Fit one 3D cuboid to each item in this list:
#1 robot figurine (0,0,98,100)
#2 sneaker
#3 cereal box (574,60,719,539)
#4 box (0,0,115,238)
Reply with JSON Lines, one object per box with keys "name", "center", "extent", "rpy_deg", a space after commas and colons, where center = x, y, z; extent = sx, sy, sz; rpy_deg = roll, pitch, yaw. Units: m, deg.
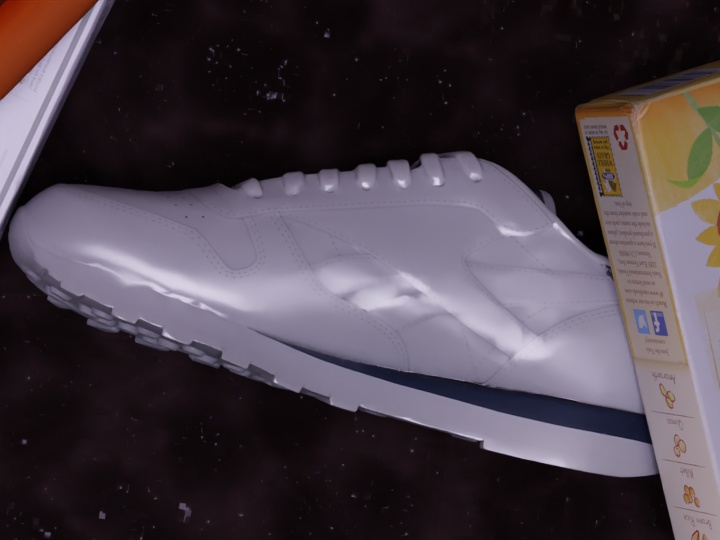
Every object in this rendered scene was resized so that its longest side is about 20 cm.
{"name": "robot figurine", "center": [-0.126, -0.109, 0.712], "extent": [0.200, 0.117, 0.144], "rpy_deg": [-42, 94, 3]}
{"name": "sneaker", "center": [0.000, 0.000, 0.819], "extent": [0.199, 0.076, 0.081], "rpy_deg": [15, 90, -12]}
{"name": "cereal box", "center": [0.150, 0.031, 0.815], "extent": [0.144, 0.040, 0.201], "rpy_deg": [-17, 99, -23]}
{"name": "box", "center": [-0.173, -0.087, 0.799], "extent": [0.200, 0.060, 0.117], "rpy_deg": [27, 96, -5]}
